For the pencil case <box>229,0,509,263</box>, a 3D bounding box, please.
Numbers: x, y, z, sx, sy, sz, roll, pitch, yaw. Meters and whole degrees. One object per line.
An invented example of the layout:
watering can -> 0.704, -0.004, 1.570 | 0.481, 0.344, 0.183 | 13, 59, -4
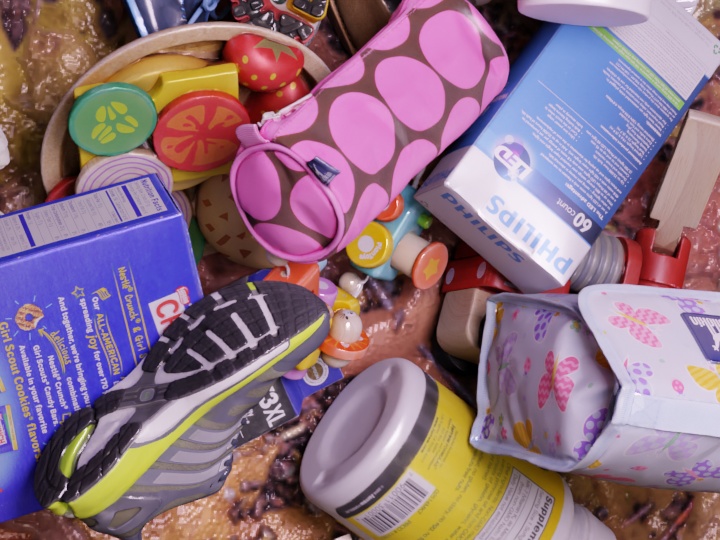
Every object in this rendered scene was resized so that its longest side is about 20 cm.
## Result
pencil case -> 0.007, -0.093, 1.319 | 0.094, 0.091, 0.200 | 55, 48, -12

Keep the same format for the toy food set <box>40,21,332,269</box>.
toy food set -> -0.102, -0.069, 1.360 | 0.197, 0.049, 0.200 | -10, 138, -10

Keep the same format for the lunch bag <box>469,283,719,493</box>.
lunch bag -> 0.184, 0.073, 1.341 | 0.169, 0.200, 0.128 | 7, 92, -20

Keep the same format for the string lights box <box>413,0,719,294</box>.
string lights box -> 0.135, -0.094, 1.406 | 0.103, 0.059, 0.200 | 41, 73, -11

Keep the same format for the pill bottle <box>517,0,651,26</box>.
pill bottle -> 0.143, -0.254, 1.347 | 0.111, 0.111, 0.201 | 5, 88, -21

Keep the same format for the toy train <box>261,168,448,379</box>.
toy train -> 0.000, 0.000, 1.391 | 0.056, 0.150, 0.200 | 32, 57, 18

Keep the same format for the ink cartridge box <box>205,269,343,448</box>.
ink cartridge box -> -0.109, 0.076, 1.430 | 0.200, 0.037, 0.095 | -28, 105, -18

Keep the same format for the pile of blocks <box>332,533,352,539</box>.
pile of blocks -> -0.015, 0.274, 1.461 | 0.062, 0.082, 0.201 | -18, 103, -18

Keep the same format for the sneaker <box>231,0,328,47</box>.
sneaker -> -0.052, -0.228, 1.401 | 0.078, 0.082, 0.201 | 7, 79, -1

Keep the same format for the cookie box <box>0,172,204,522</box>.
cookie box -> -0.190, 0.052, 1.317 | 0.199, 0.075, 0.172 | -16, 119, -11

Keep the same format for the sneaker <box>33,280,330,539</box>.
sneaker -> -0.095, 0.083, 1.291 | 0.200, 0.074, 0.081 | -38, 133, 7

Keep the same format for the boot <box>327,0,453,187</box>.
boot -> 0.042, -0.121, 1.442 | 0.074, 0.075, 0.200 | -36, 108, -15

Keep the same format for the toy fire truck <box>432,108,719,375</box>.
toy fire truck -> 0.162, -0.012, 1.484 | 0.176, 0.129, 0.201 | 19, 78, -21

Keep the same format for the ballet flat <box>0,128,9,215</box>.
ballet flat -> -0.247, -0.051, 1.349 | 0.069, 0.069, 0.201 | 4, 101, -21

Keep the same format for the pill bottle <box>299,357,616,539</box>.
pill bottle -> 0.068, 0.156, 1.462 | 0.200, 0.114, 0.114 | 38, 83, -21

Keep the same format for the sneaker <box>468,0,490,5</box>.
sneaker -> 0.053, -0.249, 1.410 | 0.105, 0.075, 0.200 | -46, 132, -6

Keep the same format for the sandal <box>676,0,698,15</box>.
sandal -> 0.171, -0.156, 1.500 | 0.079, 0.059, 0.207 | 20, 110, -5

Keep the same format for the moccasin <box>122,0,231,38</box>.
moccasin -> -0.117, -0.186, 1.368 | 0.068, 0.080, 0.201 | -20, 104, -5
